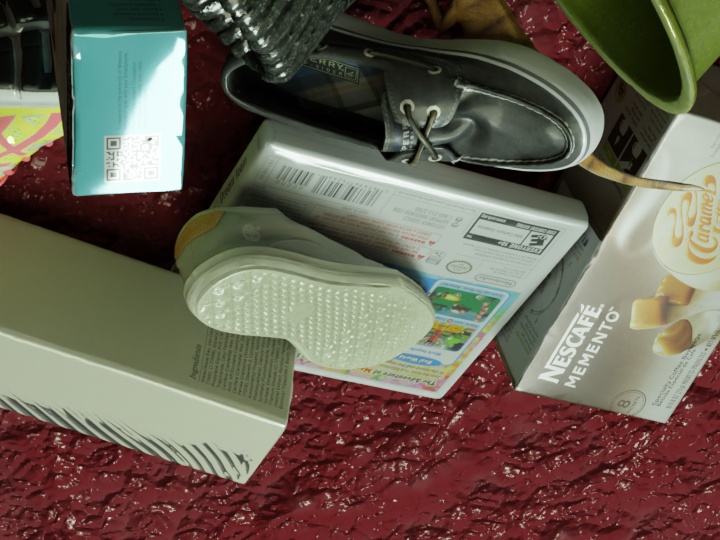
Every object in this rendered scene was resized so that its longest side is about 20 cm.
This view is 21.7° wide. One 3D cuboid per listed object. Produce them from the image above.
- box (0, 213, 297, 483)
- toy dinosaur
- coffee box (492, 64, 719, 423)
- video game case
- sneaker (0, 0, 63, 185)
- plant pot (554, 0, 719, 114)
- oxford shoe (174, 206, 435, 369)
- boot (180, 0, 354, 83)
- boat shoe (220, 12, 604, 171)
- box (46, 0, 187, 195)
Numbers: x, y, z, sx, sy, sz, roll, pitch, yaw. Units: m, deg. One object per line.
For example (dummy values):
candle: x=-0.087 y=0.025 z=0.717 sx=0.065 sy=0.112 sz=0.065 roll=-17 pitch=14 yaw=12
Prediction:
box: x=-0.137 y=0.042 z=1.027 sx=0.199 sy=0.083 sz=0.069 roll=20 pitch=138 yaw=-14
toy dinosaur: x=0.078 y=-0.100 z=0.971 sx=0.060 sy=0.106 sz=0.201 roll=-35 pitch=96 yaw=-35
coffee box: x=0.169 y=-0.019 z=1.090 sx=0.114 sy=0.080 sz=0.201 roll=14 pitch=121 yaw=-24
video game case: x=0.000 y=0.000 z=1.067 sx=0.198 sy=0.024 sz=0.182 roll=13 pitch=139 yaw=-24
sneaker: x=-0.188 y=-0.081 z=0.958 sx=0.198 sy=0.079 sz=0.091 roll=-10 pitch=137 yaw=0
plant pot: x=0.170 y=-0.211 z=0.893 sx=0.189 sy=0.200 sz=0.201 roll=-36 pitch=128 yaw=-2
oxford shoe: x=-0.027 y=0.007 z=1.011 sx=0.075 sy=0.058 sz=0.199 roll=-43 pitch=146 yaw=21
boot: x=-0.042 y=-0.201 z=0.865 sx=0.158 sy=0.079 sz=0.211 roll=-42 pitch=128 yaw=-6
boat shoe: x=0.021 y=-0.084 z=0.945 sx=0.199 sy=0.066 sz=0.070 roll=21 pitch=135 yaw=15
box: x=-0.115 y=-0.125 z=0.855 sx=0.049 sy=0.201 sz=0.083 roll=-3 pitch=128 yaw=-12
